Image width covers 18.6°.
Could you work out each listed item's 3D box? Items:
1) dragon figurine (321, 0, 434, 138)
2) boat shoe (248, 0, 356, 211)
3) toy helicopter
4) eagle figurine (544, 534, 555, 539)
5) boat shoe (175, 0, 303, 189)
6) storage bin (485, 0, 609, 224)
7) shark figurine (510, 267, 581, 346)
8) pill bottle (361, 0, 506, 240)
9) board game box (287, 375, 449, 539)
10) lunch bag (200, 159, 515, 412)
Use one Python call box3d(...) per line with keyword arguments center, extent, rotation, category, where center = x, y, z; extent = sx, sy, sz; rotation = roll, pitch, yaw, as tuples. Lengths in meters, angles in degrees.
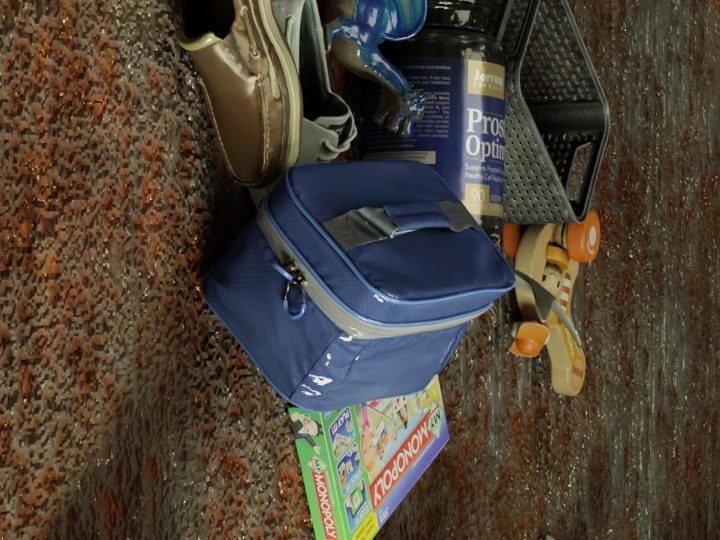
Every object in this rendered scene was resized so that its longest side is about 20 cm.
box3d(center=(0.009, -0.197, 1.616), extent=(0.099, 0.059, 0.200), rotation=(4, 86, -33), category="dragon figurine")
box3d(center=(-0.043, -0.105, 1.542), extent=(0.070, 0.071, 0.201), rotation=(-52, 137, -53), category="boat shoe")
box3d(center=(0.173, 0.045, 1.992), extent=(0.200, 0.079, 0.132), rotation=(71, 32, -41), category="toy helicopter")
box3d(center=(0.196, 0.348, 2.017), extent=(0.152, 0.151, 0.200), rotation=(41, 79, -8), category="eagle figurine")
box3d(center=(-0.093, -0.150, 1.456), extent=(0.075, 0.075, 0.203), rotation=(-16, 99, -49), category="boat shoe")
box3d(center=(0.135, -0.144, 1.888), extent=(0.200, 0.094, 0.135), rotation=(59, 40, -46), category="storage bin")
box3d(center=(0.048, 0.027, 1.653), extent=(0.090, 0.214, 0.128), rotation=(81, -5, -56), category="shark figurine")
box3d(center=(0.057, -0.124, 1.705), extent=(0.112, 0.112, 0.200), rotation=(6, 85, -64), category="pill bottle")
box3d(center=(0.010, 0.119, 1.703), extent=(0.200, 0.029, 0.135), rotation=(-47, 130, -55), category="board game box")
box3d(center=(0.000, 0.000, 1.491), extent=(0.200, 0.136, 0.132), rotation=(-9, 143, -55), category="lunch bag")
